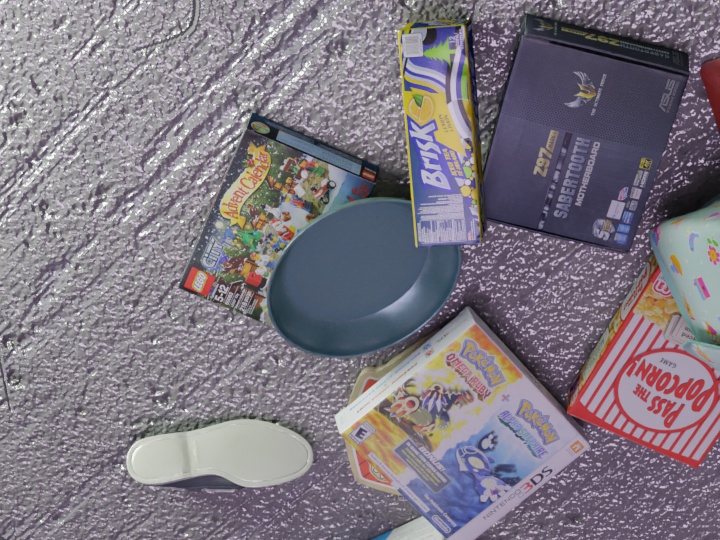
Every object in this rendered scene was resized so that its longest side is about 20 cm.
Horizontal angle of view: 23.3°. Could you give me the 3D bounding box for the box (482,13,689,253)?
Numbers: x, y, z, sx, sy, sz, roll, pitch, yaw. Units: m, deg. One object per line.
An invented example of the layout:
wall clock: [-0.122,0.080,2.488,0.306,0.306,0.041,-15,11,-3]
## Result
box: [0.203,-0.125,1.624,0.157,0.051,0.201,14,122,0]

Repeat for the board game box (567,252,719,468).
board game box: [0.318,0.088,1.742,0.151,0.046,0.200,23,122,-6]

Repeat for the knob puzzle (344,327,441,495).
knob puzzle: [0.068,0.176,1.839,0.218,0.031,0.221,3,122,5]

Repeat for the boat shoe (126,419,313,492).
boat shoe: [-0.149,0.203,1.879,0.199,0.073,0.062,-4,164,2]

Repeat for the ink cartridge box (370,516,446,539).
ink cartridge box: [0.045,0.368,1.858,0.145,0.200,0.084,-27,114,22]

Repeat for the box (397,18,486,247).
box: [0.076,-0.126,1.596,0.064,0.070,0.201,-3,102,9]

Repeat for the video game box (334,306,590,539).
video game box: [0.106,0.165,1.785,0.182,0.047,0.200,-41,113,8]

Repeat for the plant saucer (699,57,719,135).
plant saucer: [0.435,-0.125,1.603,0.199,0.037,0.201,-16,119,16]

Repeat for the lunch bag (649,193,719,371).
lunch bag: [0.366,0.033,1.587,0.122,0.170,0.201,-23,98,-13]

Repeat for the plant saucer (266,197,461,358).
plant saucer: [0.000,0.000,1.703,0.199,0.036,0.201,-11,133,-12]

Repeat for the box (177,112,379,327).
box: [-0.083,-0.042,1.720,0.136,0.038,0.200,22,121,-7]
